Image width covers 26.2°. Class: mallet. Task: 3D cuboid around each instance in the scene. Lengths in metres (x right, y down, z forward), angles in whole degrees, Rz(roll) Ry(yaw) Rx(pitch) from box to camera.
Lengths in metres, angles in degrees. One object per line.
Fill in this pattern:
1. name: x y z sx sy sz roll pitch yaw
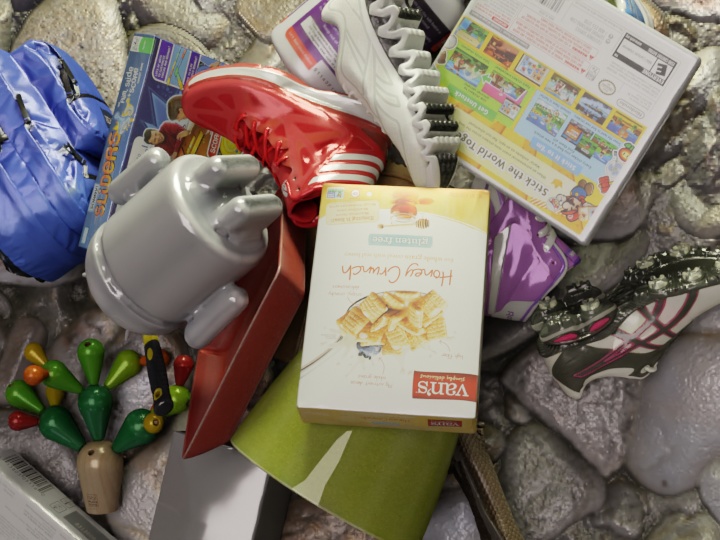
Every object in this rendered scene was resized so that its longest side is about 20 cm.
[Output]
1. mallet: -0.185 0.059 1.425 0.066 0.041 0.200 -39 36 4

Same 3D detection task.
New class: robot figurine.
1. robot figurine: -0.158 -0.020 1.328 0.199 0.112 0.171 -36 73 28

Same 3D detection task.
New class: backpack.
1. backpack: -0.308 -0.102 1.465 0.167 0.162 0.201 -32 77 9

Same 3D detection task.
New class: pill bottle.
1. pill bottle: 0.026 -0.235 1.398 0.199 0.111 0.112 -39 76 11

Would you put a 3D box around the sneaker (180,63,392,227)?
1. sneaker: -0.075 -0.107 1.342 0.198 0.079 0.116 9 54 13

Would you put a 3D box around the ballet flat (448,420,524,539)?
1. ballet flat: 0.122 0.212 1.368 0.046 0.067 0.202 -22 75 -19

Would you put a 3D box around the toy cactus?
1. toy cactus: -0.250 0.149 1.474 0.197 0.102 0.167 -2 95 8

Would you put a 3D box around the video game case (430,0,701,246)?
1. video game case: 0.158 -0.150 1.317 0.199 0.023 0.183 34 97 17

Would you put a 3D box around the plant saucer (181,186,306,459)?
1. plant saucer: -0.096 0.045 1.368 0.036 0.200 0.201 24 112 -12

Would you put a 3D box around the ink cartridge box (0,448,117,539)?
1. ink cartridge box: -0.334 0.302 1.515 0.159 0.047 0.201 36 114 17

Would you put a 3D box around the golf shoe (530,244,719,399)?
1. golf shoe: 0.249 0.040 1.340 0.198 0.077 0.089 -20 111 7

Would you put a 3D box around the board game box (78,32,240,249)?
1. board game box: -0.175 -0.103 1.437 0.034 0.135 0.202 15 89 44

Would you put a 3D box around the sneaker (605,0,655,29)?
1. sneaker: 0.180 -0.267 1.370 0.200 0.077 0.076 42 100 17

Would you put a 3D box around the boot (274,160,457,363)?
1. boot: 0.000 0.000 1.401 0.174 0.066 0.202 19 90 46

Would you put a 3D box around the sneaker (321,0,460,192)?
1. sneaker: 0.026 -0.155 1.313 0.080 0.075 0.202 -22 79 23

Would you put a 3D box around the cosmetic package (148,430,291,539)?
1. cosmetic package: -0.136 0.255 1.428 0.106 0.090 0.202 15 88 17

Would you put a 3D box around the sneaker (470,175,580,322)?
1. sneaker: 0.150 -0.054 1.375 0.113 0.073 0.203 18 97 9

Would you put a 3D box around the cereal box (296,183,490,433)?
1. cereal box: 0.029 0.028 1.245 0.142 0.040 0.202 2 64 6

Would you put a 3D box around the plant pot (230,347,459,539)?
1. plant pot: 0.017 0.103 1.320 0.186 0.187 0.201 29 88 17
